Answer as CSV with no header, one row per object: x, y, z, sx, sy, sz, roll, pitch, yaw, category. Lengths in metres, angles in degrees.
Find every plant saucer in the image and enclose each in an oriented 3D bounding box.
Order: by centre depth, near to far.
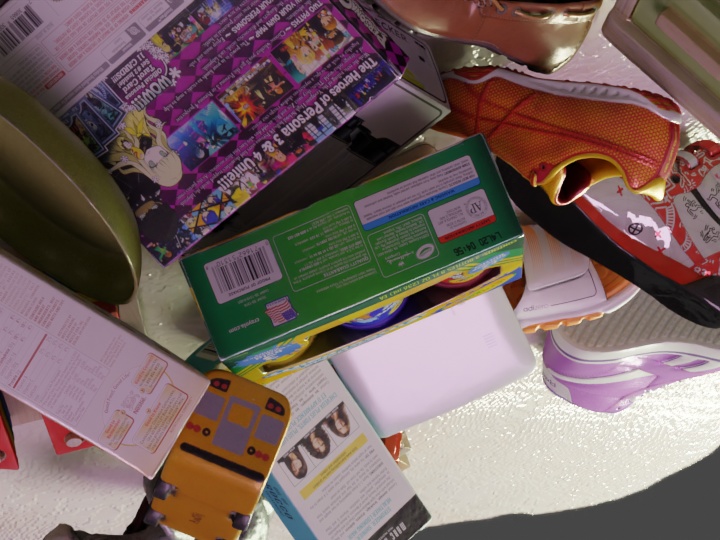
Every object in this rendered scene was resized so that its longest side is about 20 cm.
-0.199,-0.060,1.362,0.031,0.200,0.200,-49,148,-19,plant saucer

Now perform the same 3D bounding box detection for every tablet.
0.028,0.017,1.576,0.130,0.014,0.201,-24,119,7,tablet

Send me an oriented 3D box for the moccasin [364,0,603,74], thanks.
0.066,-0.175,1.384,0.201,0.074,0.078,18,124,-35,moccasin

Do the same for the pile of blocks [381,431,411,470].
0.000,0.125,1.727,0.082,0.062,0.200,-17,153,-8,pile of blocks

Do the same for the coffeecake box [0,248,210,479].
-0.204,0.038,1.416,0.200,0.153,0.073,32,87,-13,coffeecake box

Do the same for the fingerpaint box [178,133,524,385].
0.000,0.000,1.451,0.199,0.074,0.167,-22,171,-1,fingerpaint box

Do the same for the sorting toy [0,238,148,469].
-0.243,0.063,1.569,0.198,0.070,0.200,-14,144,-4,sorting toy

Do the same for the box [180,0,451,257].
-0.056,-0.086,1.458,0.200,0.060,0.116,-37,140,24,box

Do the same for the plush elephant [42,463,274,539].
-0.118,0.157,1.675,0.164,0.199,0.156,-13,115,-45,plush elephant

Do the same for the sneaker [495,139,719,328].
0.194,-0.056,1.598,0.201,0.108,0.067,34,160,-8,sneaker

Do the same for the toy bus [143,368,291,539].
-0.094,0.127,1.492,0.065,0.079,0.200,21,163,-2,toy bus

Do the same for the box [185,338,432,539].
-0.038,0.122,1.612,0.082,0.049,0.200,-41,113,-20,box

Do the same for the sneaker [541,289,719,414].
0.235,0.061,1.766,0.199,0.073,0.115,0,145,-6,sneaker

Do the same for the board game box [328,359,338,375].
-0.018,0.007,1.626,0.095,0.030,0.200,8,134,-29,board game box

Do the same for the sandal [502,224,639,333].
0.106,0.006,1.625,0.206,0.079,0.059,-17,124,-9,sandal

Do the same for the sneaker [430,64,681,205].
0.106,-0.084,1.441,0.199,0.078,0.073,13,178,43,sneaker

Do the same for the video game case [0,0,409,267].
-0.103,-0.125,1.332,0.200,0.036,0.181,-38,103,25,video game case

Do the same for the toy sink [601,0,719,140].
0.236,-0.156,1.397,0.112,0.130,0.200,-30,156,-36,toy sink
